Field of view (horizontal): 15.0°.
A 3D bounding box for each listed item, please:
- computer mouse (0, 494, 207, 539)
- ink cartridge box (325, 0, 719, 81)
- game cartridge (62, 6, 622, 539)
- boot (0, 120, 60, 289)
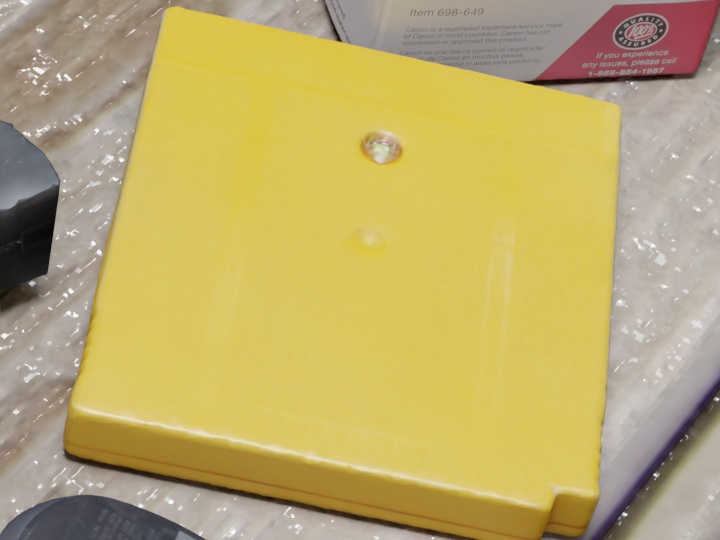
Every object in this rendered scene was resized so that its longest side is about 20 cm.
[{"bbox_3d":[-0.028,0.153,0.780,0.200,0.046,0.141,25,40,-7],"label":"computer mouse"},{"bbox_3d":[0.074,-0.170,1.004,0.145,0.200,0.085,-4,48,-19],"label":"ink cartridge box"},{"bbox_3d":[0.000,0.000,0.944,0.176,0.032,0.200,12,48,-3],"label":"game cartridge"},{"bbox_3d":[-0.221,-0.033,0.887,0.200,0.066,0.165,-26,66,-30],"label":"boot"}]
